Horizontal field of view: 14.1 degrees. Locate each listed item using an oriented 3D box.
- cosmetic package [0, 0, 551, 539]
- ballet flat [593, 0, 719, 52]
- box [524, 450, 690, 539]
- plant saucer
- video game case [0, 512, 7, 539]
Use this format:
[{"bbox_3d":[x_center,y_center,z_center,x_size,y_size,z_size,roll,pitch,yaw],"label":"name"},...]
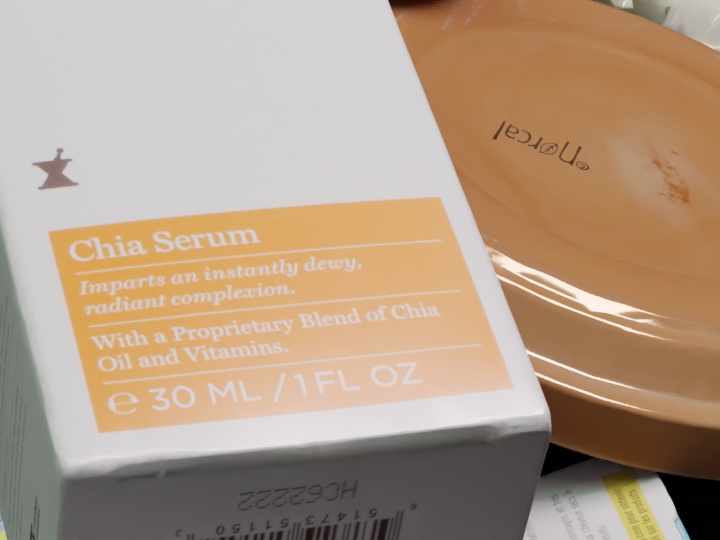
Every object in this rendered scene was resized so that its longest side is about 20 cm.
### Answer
[{"bbox_3d":[-0.037,-0.013,0.636,0.101,0.072,0.201,-6,46,-16],"label":"cosmetic package"},{"bbox_3d":[0.080,-0.084,0.903,0.199,0.072,0.072,18,47,41],"label":"ballet flat"},{"bbox_3d":[-0.012,0.112,0.670,0.199,0.049,0.082,-19,34,-2],"label":"box"},{"bbox_3d":[0.062,-0.021,0.756,0.199,0.032,0.201,15,31,-9],"label":"plant saucer"},{"bbox_3d":[-0.067,0.112,0.615,0.200,0.026,0.181,35,70,22],"label":"video game case"}]
